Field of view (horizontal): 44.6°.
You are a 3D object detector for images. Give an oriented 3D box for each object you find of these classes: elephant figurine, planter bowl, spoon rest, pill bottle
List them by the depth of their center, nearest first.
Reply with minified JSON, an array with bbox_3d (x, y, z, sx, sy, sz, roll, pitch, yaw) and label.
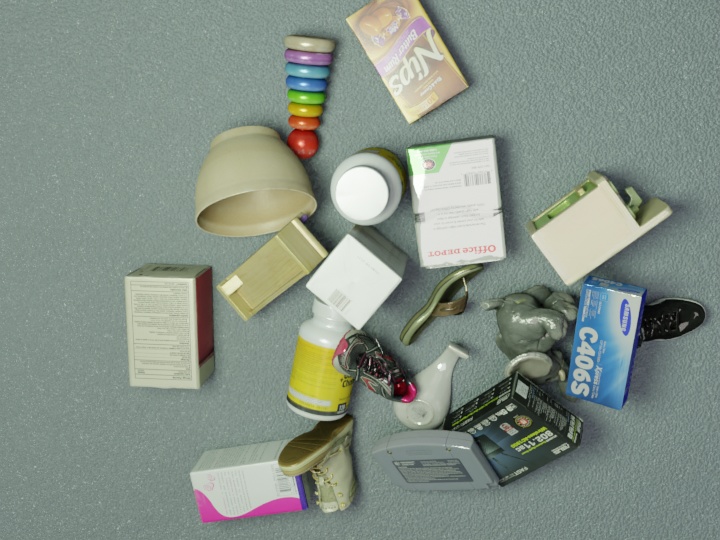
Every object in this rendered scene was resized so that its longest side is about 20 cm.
[{"bbox_3d":[0.013,-0.134,1.403,0.111,0.200,0.113,1,102,6],"label":"pill bottle"},{"bbox_3d":[-0.181,-0.154,1.447,0.199,0.200,0.135,-14,74,9],"label":"planter bowl"},{"bbox_3d":[0.291,0.138,1.482,0.155,0.141,0.201,23,123,30],"label":"elephant figurine"},{"bbox_3d":[-0.059,0.149,1.523,0.111,0.112,0.201,13,103,4],"label":"pill bottle"},{"bbox_3d":[0.130,0.204,1.549,0.099,0.061,0.200,31,117,1],"label":"spoon rest"}]

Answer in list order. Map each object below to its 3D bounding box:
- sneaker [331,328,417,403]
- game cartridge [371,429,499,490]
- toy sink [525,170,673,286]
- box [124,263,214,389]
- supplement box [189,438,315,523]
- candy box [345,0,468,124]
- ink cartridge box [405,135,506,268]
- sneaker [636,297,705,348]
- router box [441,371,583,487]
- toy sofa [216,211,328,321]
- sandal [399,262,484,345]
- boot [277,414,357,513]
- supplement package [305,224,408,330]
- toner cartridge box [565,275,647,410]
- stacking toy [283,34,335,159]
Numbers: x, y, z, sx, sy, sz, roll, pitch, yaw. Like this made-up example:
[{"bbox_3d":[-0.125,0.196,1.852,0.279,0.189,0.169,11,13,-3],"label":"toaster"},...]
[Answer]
[{"bbox_3d":[0.027,0.162,1.477,0.075,0.200,0.081,25,81,44],"label":"sneaker"},{"bbox_3d":[0.125,0.330,1.521,0.199,0.042,0.133,-10,124,33],"label":"game cartridge"},{"bbox_3d":[0.377,-0.087,1.416,0.200,0.130,0.112,-36,95,13],"label":"toy sink"},{"bbox_3d":[-0.332,0.096,1.545,0.127,0.109,0.201,2,102,6],"label":"box"},{"bbox_3d":[-0.193,0.379,1.592,0.199,0.103,0.102,-9,101,7],"label":"supplement box"},{"bbox_3d":[0.078,-0.354,1.432,0.116,0.056,0.200,-31,98,11],"label":"candy box"},{"bbox_3d":[0.160,-0.114,1.457,0.145,0.084,0.201,-5,101,7],"label":"ink cartridge box"},{"bbox_3d":[0.478,0.097,1.451,0.199,0.112,0.073,-7,102,8],"label":"sneaker"},{"bbox_3d":[0.251,0.272,1.483,0.150,0.062,0.200,35,134,-13],"label":"router box"},{"bbox_3d":[-0.143,-0.006,1.474,0.083,0.098,0.200,49,130,-5],"label":"toy sofa"},{"bbox_3d":[0.147,0.062,1.497,0.057,0.080,0.201,46,113,19],"label":"sandal"},{"bbox_3d":[-0.067,0.354,1.528,0.072,0.200,0.156,2,105,29],"label":"boot"},{"bbox_3d":[0.000,0.000,1.440,0.114,0.200,0.110,40,102,-2],"label":"supplement package"},{"bbox_3d":[0.392,0.116,1.406,0.095,0.043,0.201,13,114,26],"label":"toner cartridge box"},{"bbox_3d":[-0.093,-0.285,1.457,0.085,0.085,0.201,8,107,5],"label":"stacking toy"}]
